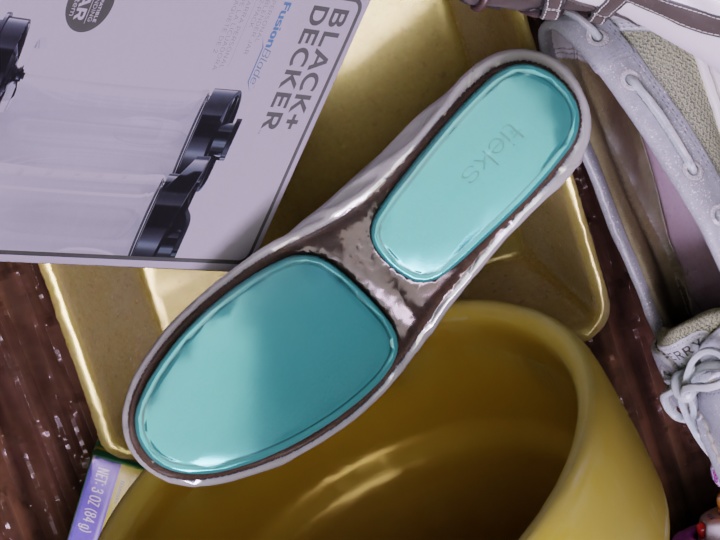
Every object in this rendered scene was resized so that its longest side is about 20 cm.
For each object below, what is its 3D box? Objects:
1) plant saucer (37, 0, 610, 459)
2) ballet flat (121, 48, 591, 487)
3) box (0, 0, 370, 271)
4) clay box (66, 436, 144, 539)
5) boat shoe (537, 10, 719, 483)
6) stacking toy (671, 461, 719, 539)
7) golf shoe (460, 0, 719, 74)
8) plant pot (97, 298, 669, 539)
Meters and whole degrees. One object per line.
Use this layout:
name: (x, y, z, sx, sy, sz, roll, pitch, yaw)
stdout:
plant saucer: (-0.028, -0.049, 0.986, 0.200, 0.048, 0.200, -15, 108, 7)
ballet flat: (0.000, 0.000, 0.930, 0.200, 0.069, 0.069, -43, 102, 1)
box: (-0.099, -0.065, 0.861, 0.060, 0.200, 0.117, 38, 111, 35)
clay box: (-0.023, 0.142, 1.051, 0.200, 0.048, 0.115, 17, 108, -3)
boat shoe: (0.118, -0.002, 0.953, 0.065, 0.074, 0.202, -14, 88, -27)
stacking toy: (0.158, 0.128, 1.020, 0.110, 0.116, 0.200, -10, 97, 3)
golf shoe: (0.074, -0.116, 0.905, 0.094, 0.078, 0.200, -37, 114, 22)
plant pot: (0.031, 0.144, 0.937, 0.201, 0.201, 0.189, -25, 120, 10)
